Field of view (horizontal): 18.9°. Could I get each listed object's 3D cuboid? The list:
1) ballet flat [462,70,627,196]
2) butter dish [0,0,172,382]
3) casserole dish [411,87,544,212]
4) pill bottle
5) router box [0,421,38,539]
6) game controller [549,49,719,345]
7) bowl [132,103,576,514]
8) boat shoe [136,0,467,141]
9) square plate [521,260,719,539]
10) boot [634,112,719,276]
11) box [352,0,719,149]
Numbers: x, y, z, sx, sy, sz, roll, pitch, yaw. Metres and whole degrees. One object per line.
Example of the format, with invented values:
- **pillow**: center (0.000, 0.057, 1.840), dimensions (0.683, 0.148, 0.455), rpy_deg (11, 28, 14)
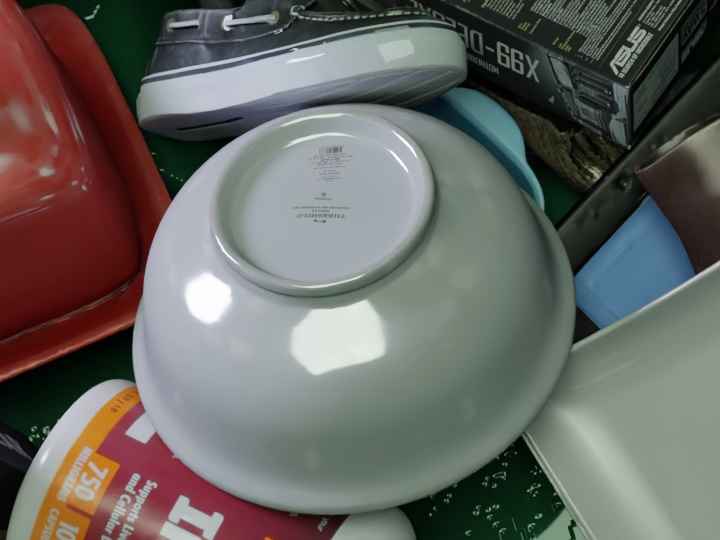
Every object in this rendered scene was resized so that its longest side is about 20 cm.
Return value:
- **ballet flat**: center (0.061, -0.110, 1.038), dimensions (0.067, 0.046, 0.200), rpy_deg (-43, 72, -2)
- **butter dish**: center (-0.201, -0.055, 1.000), dimensions (0.199, 0.148, 0.200), rpy_deg (-23, 60, -9)
- **casserole dish**: center (0.000, 0.000, 1.025), dimensions (0.200, 0.039, 0.121), rpy_deg (-46, 70, -4)
- **pill bottle**: center (-0.048, 0.136, 0.959), dimensions (0.199, 0.113, 0.114), rpy_deg (23, 81, 16)
- **router box**: center (-0.219, 0.126, 0.951), dimensions (0.157, 0.200, 0.052), rpy_deg (-46, 71, -3)
- **game controller**: center (0.149, -0.009, 0.988), dimensions (0.104, 0.042, 0.200), rpy_deg (43, 87, 3)
- **bowl**: center (-0.009, -0.004, 0.927), dimensions (0.199, 0.091, 0.202), rpy_deg (-5, 53, 7)
- **boat shoe**: center (-0.035, -0.107, 1.005), dimensions (0.199, 0.072, 0.072), rpy_deg (-4, 81, 41)
- **square plate**: center (0.191, 0.086, 0.922), dimensions (0.199, 0.028, 0.199), rpy_deg (-32, 88, 23)
- **boot**: center (0.238, -0.018, 0.938), dimensions (0.199, 0.072, 0.167), rpy_deg (-26, 99, 10)
- **box**: center (0.110, -0.174, 1.015), dimensions (0.157, 0.050, 0.200), rpy_deg (28, 68, 22)
